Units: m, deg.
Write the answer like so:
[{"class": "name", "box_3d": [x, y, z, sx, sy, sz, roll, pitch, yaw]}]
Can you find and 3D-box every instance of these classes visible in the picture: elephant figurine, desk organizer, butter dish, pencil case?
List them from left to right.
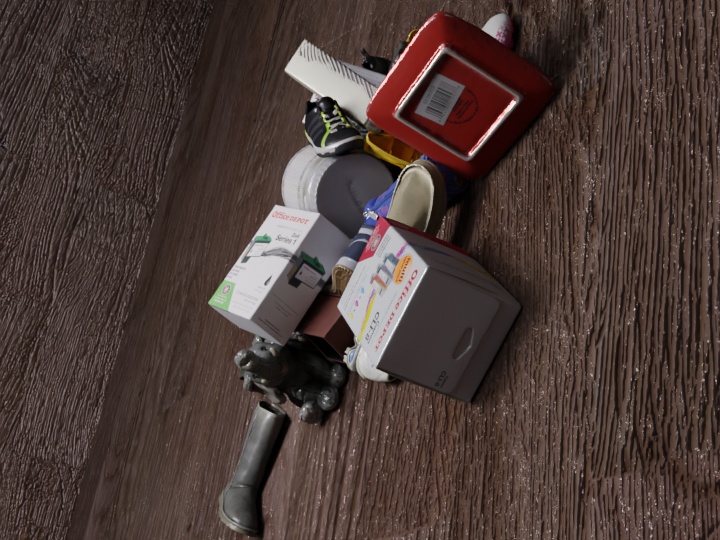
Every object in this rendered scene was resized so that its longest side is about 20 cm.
[{"class": "elephant figurine", "box_3d": [-0.132, 0.153, 1.591, 0.155, 0.199, 0.142, -48, 30, 42]}, {"class": "desk organizer", "box_3d": [-0.064, 0.085, 1.545, 0.077, 0.072, 0.199, -51, 27, -19]}, {"class": "pencil case", "box_3d": [0.077, -0.112, 1.485, 0.200, 0.086, 0.079, -37, 59, 51]}, {"class": "butter dish", "box_3d": [0.138, -0.262, 1.358, 0.200, 0.198, 0.149, -50, 18, 39]}]

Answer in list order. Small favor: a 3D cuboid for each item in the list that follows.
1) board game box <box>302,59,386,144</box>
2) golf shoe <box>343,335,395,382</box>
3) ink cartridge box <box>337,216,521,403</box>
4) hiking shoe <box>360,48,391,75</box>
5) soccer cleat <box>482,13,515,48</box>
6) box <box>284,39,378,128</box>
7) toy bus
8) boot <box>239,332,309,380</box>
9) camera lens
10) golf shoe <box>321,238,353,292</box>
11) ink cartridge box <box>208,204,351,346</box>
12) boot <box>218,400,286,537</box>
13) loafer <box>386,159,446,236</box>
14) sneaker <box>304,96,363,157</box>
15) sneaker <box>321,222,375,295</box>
[{"class": "board game box", "box_3d": [0.005, -0.286, 1.725, 0.199, 0.035, 0.127, 24, 93, 27]}, {"class": "golf shoe", "box_3d": [0.053, 0.068, 1.436, 0.097, 0.078, 0.202, 19, 92, 50]}, {"class": "ink cartridge box", "box_3d": [0.082, 0.046, 1.261, 0.146, 0.144, 0.200, -63, 23, 12]}, {"class": "hiking shoe", "box_3d": [0.005, -0.300, 1.797, 0.076, 0.100, 0.202, 143, 147, -76]}, {"class": "soccer cleat", "box_3d": [0.163, -0.297, 1.453, 0.070, 0.086, 0.202, 7, 76, 67]}, {"class": "box", "box_3d": [-0.030, -0.310, 1.682, 0.200, 0.082, 0.069, 38, 96, 25]}, {"class": "toy bus", "box_3d": [0.086, -0.256, 1.572, 0.192, 0.135, 0.202, 162, 130, -82]}, {"class": "boot", "box_3d": [-0.145, 0.118, 1.811, 0.210, 0.079, 0.159, -28, 50, 47]}, {"class": "camera lens", "box_3d": [-0.039, -0.135, 1.684, 0.161, 0.159, 0.200, -68, 22, 2]}, {"class": "golf shoe", "box_3d": [-0.044, -0.011, 1.636, 0.200, 0.075, 0.092, -43, 29, 46]}, {"class": "ink cartridge box", "box_3d": [-0.127, 0.003, 1.551, 0.146, 0.084, 0.201, 13, 67, 53]}, {"class": "boot", "box_3d": [-0.182, 0.345, 1.734, 0.201, 0.072, 0.182, -61, 24, 3]}, {"class": "loafer", "box_3d": [0.066, -0.058, 1.373, 0.075, 0.068, 0.202, 11, 91, 32]}, {"class": "sneaker", "box_3d": [-0.055, -0.238, 1.598, 0.200, 0.071, 0.084, -144, 40, -63]}, {"class": "sneaker", "box_3d": [0.000, 0.000, 1.529, 0.109, 0.070, 0.200, -55, -5, -22]}]
